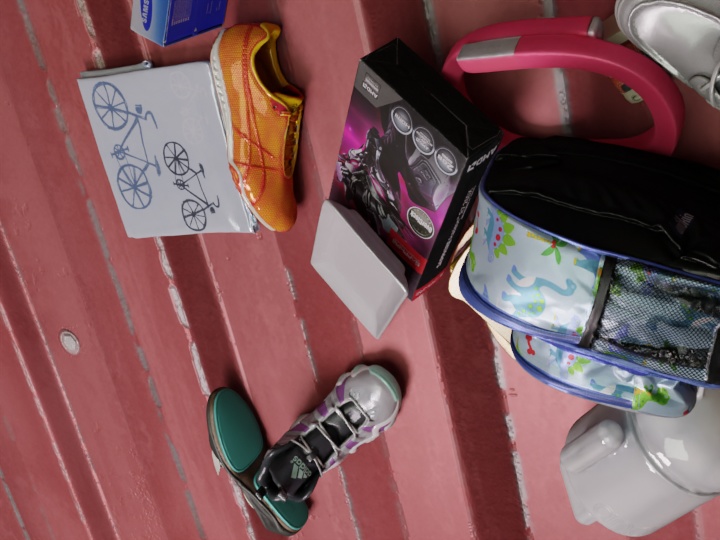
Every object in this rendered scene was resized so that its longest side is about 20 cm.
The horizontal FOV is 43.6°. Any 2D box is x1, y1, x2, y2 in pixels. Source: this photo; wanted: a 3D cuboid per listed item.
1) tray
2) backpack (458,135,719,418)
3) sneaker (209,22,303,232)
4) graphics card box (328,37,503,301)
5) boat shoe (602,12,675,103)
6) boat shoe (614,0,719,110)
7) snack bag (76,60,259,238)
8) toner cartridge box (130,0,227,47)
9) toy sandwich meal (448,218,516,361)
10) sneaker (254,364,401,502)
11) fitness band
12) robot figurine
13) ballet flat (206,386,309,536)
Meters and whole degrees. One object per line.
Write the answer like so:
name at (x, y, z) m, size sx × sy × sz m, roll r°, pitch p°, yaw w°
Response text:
tray at (0.000, 0.000, 0.837) m, size 0.108 × 0.022 × 0.200 m, roll 50°, pitch 165°, yaw 7°
backpack at (0.170, 0.000, 0.632) m, size 0.196 × 0.183 × 0.150 m, roll 18°, pitch 119°, yaw 14°
sneaker at (-0.087, -0.131, 0.855) m, size 0.075 × 0.073 × 0.204 m, roll -3°, pitch 115°, yaw 20°
graphics card box at (0.038, -0.078, 0.767) m, size 0.126 × 0.050 × 0.202 m, roll 46°, pitch 148°, yaw 18°
boat shoe at (0.256, -0.183, 0.624) m, size 0.198 × 0.072 × 0.063 m, roll -25°, pitch 112°, yaw 40°
boat shoe at (0.252, -0.127, 0.578) m, size 0.197 × 0.069 × 0.072 m, roll 32°, pitch 141°, yaw 2°
snack bag at (-0.204, -0.128, 0.956) m, size 0.196 × 0.021 × 0.193 m, roll 0°, pitch 114°, yaw 31°
toner cartridge box at (-0.147, -0.308, 0.786) m, size 0.043 × 0.095 × 0.203 m, roll 27°, pitch 124°, yaw 16°
toy sandwich meal at (0.173, 0.023, 0.775) m, size 0.201 × 0.070 × 0.210 m, roll 14°, pitch 120°, yaw 25°
sneaker at (-0.043, 0.188, 0.941) m, size 0.078 × 0.140 × 0.200 m, roll 44°, pitch 128°, yaw 3°
fitness band at (0.149, -0.128, 0.692) m, size 0.197 × 0.038 × 0.144 m, roll 8°, pitch 151°, yaw 38°
robot figurine at (0.249, 0.147, 0.754) m, size 0.201 × 0.166 × 0.115 m, roll -56°, pitch 41°, yaw 47°
ballet flat at (-0.137, 0.234, 1.071) m, size 0.068 × 0.068 × 0.203 m, roll -21°, pitch 101°, yaw 45°
